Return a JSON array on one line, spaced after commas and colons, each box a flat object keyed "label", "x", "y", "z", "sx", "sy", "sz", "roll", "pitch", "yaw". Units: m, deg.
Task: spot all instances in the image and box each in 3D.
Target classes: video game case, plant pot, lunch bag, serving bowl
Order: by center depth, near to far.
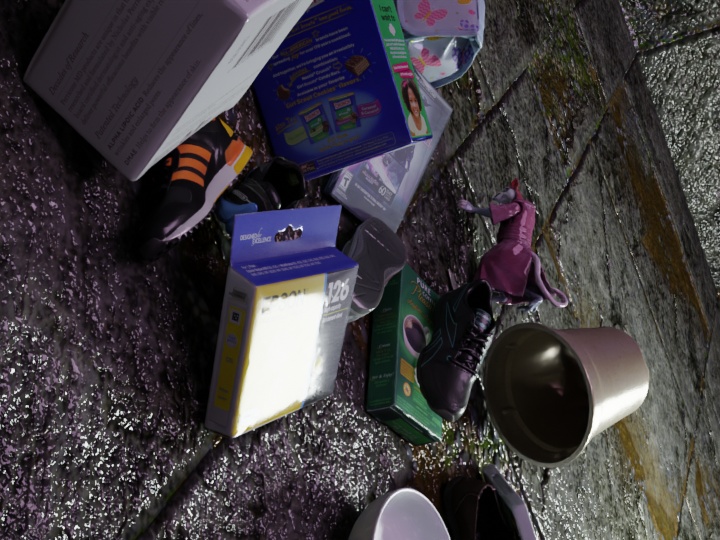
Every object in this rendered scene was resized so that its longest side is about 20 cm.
[{"label": "serving bowl", "x": 0.036, "y": 0.341, "z": 1.165, "sx": 0.200, "sy": 0.065, "sz": 0.203, "roll": 34, "pitch": 49, "yaw": -51}, {"label": "video game case", "x": 0.038, "y": -0.153, "z": 1.358, "sx": 0.143, "sy": 0.019, "sz": 0.202, "roll": 36, "pitch": 76, "yaw": -49}, {"label": "lunch bag", "x": 0.067, "y": -0.329, "z": 1.404, "sx": 0.127, "sy": 0.198, "sz": 0.172, "roll": 40, "pitch": 45, "yaw": -46}, {"label": "video game case", "x": 0.217, "y": 0.374, "z": 1.424, "sx": 0.182, "sy": 0.022, "sz": 0.203, "roll": -135, "pitch": -154, "yaw": -82}, {"label": "plant pot", "x": 0.309, "y": 0.160, "z": 1.545, "sx": 0.182, "sy": 0.199, "sz": 0.203, "roll": -10, "pitch": 85, "yaw": -39}]

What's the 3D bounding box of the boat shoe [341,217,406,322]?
[{"label": "boat shoe", "x": 0.001, "y": 0.002, "z": 1.281, "sx": 0.074, "sy": 0.065, "sz": 0.203, "roll": 45, "pitch": 31, "yaw": -12}]

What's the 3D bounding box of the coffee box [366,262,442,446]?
[{"label": "coffee box", "x": 0.059, "y": 0.102, "z": 1.343, "sx": 0.123, "sy": 0.043, "sz": 0.203, "roll": 41, "pitch": 44, "yaw": -46}]

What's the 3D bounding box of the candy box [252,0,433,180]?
[{"label": "candy box", "x": -0.031, "y": -0.217, "z": 1.205, "sx": 0.077, "sy": 0.167, "sz": 0.203, "roll": -27, "pitch": 101, "yaw": -65}]

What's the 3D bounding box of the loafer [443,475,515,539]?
[{"label": "loafer", "x": 0.162, "y": 0.358, "z": 1.359, "sx": 0.072, "sy": 0.071, "sz": 0.203, "roll": -18, "pitch": 87, "yaw": -34}]

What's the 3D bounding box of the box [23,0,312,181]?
[{"label": "box", "x": -0.150, "y": -0.217, "z": 0.928, "sx": 0.131, "sy": 0.200, "sz": 0.199, "roll": 42, "pitch": 35, "yaw": -3}]

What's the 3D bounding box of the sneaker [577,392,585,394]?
[{"label": "sneaker", "x": 0.352, "y": 0.236, "z": 1.742, "sx": 0.199, "sy": 0.103, "sz": 0.061, "roll": 28, "pitch": 52, "yaw": -53}]

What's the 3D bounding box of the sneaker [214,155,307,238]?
[{"label": "sneaker", "x": -0.085, "y": -0.077, "z": 1.109, "sx": 0.071, "sy": 0.082, "sz": 0.200, "roll": 60, "pitch": 16, "yaw": -8}]

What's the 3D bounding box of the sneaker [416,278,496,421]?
[{"label": "sneaker", "x": 0.120, "y": 0.090, "z": 1.316, "sx": 0.075, "sy": 0.079, "sz": 0.202, "roll": 31, "pitch": 44, "yaw": -20}]

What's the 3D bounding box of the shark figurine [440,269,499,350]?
[{"label": "shark figurine", "x": 0.148, "y": 0.054, "z": 1.486, "sx": 0.214, "sy": 0.088, "sz": 0.130, "roll": -5, "pitch": 80, "yaw": -63}]

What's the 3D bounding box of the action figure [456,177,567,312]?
[{"label": "action figure", "x": 0.233, "y": -0.047, "z": 1.635, "sx": 0.133, "sy": 0.147, "sz": 0.203, "roll": 24, "pitch": 70, "yaw": -47}]

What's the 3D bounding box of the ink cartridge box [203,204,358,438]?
[{"label": "ink cartridge box", "x": -0.069, "y": 0.043, "z": 1.056, "sx": 0.197, "sy": 0.046, "sz": 0.203, "roll": -13, "pitch": 118, "yaw": -61}]

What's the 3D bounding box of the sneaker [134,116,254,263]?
[{"label": "sneaker", "x": -0.174, "y": -0.087, "z": 1.006, "sx": 0.090, "sy": 0.070, "sz": 0.201, "roll": 48, "pitch": 35, "yaw": -14}]
